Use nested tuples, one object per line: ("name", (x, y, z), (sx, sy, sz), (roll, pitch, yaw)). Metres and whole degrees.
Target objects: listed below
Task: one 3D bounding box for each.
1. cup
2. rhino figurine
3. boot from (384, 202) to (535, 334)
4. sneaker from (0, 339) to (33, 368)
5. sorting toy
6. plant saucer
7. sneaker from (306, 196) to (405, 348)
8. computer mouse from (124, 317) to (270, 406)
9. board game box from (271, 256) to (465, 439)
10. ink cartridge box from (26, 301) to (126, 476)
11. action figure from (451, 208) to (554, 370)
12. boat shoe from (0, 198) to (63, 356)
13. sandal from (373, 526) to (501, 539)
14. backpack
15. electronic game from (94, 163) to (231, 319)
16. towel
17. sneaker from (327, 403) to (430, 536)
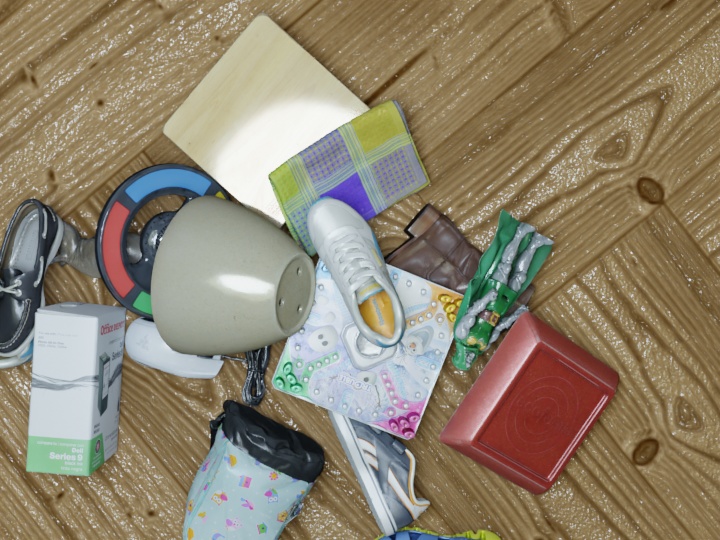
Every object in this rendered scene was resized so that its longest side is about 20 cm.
("cup", (-0.139, 0.017, 1.269), (0.142, 0.200, 0.202), (10, 94, 26))
("rhino figurine", (-0.334, -0.033, 1.368), (0.198, 0.060, 0.088), (3, 90, 2))
("boot", (0.110, 0.041, 1.370), (0.200, 0.064, 0.187), (40, 95, -6))
("sneaker", (-0.515, 0.096, 1.360), (0.198, 0.081, 0.077), (-9, 94, 2))
("sorting toy", (-0.117, -0.190, 1.352), (0.199, 0.070, 0.200), (42, 93, -2))
("plant saucer", (0.230, 0.182, 1.341), (0.199, 0.037, 0.201), (32, 93, -29))
("sneaker", (0.000, 0.000, 1.261), (0.076, 0.081, 0.201), (-30, 95, -1))
("computer mouse", (-0.220, 0.111, 1.382), (0.198, 0.044, 0.111), (10, 94, 0))
("board game box", (0.013, 0.092, 1.321), (0.199, 0.026, 0.201), (22, 91, -7))
("ink cartridge box", (-0.363, 0.147, 1.334), (0.083, 0.146, 0.202), (4, 93, 1))
("action figure", (0.172, 0.036, 1.311), (0.118, 0.055, 0.201), (28, 91, -38))
("boat shoe", (-0.429, 0.007, 1.306), (0.073, 0.060, 0.201), (10, 71, 13))
("sandal", (0.096, 0.386, 1.374), (0.198, 0.087, 0.080), (-7, 95, 3))
("backpack", (-0.155, 0.293, 1.351), (0.166, 0.127, 0.201), (29, 96, -4))
("electronic game", (-0.242, -0.036, 1.322), (0.199, 0.041, 0.202), (-7, 102, -35))
("towel", (-0.012, -0.117, 1.326), (0.199, 0.023, 0.144), (-30, 127, -11))
("sneaker", (0.022, 0.242, 1.371), (0.079, 0.078, 0.201), (-25, 87, -9))
